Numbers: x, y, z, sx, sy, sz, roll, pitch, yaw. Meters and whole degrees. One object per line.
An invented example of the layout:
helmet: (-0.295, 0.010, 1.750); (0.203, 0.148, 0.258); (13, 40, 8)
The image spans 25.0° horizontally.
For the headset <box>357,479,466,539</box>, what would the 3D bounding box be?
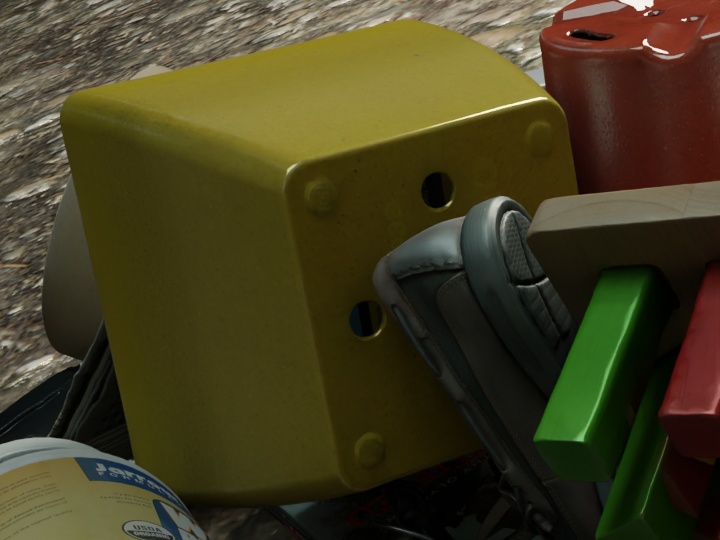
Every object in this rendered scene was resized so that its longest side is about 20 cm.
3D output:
headset: (0.048, 0.160, 0.630); (0.123, 0.094, 0.201); (-25, 44, -1)

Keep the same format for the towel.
towel: (-0.094, 0.029, 0.909); (0.200, 0.035, 0.193); (-27, -25, -55)

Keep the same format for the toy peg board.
toy peg board: (0.172, 0.070, 0.570); (0.198, 0.200, 0.098); (-4, 46, 38)

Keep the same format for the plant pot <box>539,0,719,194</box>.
plant pot: (0.174, -0.035, 0.751); (0.199, 0.197, 0.201); (-15, 19, 5)

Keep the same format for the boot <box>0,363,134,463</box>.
boot: (-0.235, 0.117, 1.001); (0.162, 0.074, 0.197); (-38, 33, -28)

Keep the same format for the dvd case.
dvd case: (0.041, 0.106, 0.821); (0.145, 0.022, 0.200); (-30, 24, -17)

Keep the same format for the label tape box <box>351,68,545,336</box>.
label tape box: (0.042, -0.021, 0.888); (0.198, 0.145, 0.066); (-14, 15, -13)

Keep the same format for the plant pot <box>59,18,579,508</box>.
plant pot: (0.000, 0.000, 0.733); (0.198, 0.202, 0.176); (-16, 12, -24)

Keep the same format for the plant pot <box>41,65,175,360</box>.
plant pot: (-0.101, -0.016, 1.061); (0.133, 0.202, 0.201); (20, 36, 11)

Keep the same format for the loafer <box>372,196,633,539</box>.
loafer: (0.073, 0.062, 0.653); (0.062, 0.201, 0.072); (-17, 24, 27)

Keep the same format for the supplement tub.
supplement tub: (-0.117, 0.161, 0.679); (0.144, 0.146, 0.200); (-29, 25, -14)
